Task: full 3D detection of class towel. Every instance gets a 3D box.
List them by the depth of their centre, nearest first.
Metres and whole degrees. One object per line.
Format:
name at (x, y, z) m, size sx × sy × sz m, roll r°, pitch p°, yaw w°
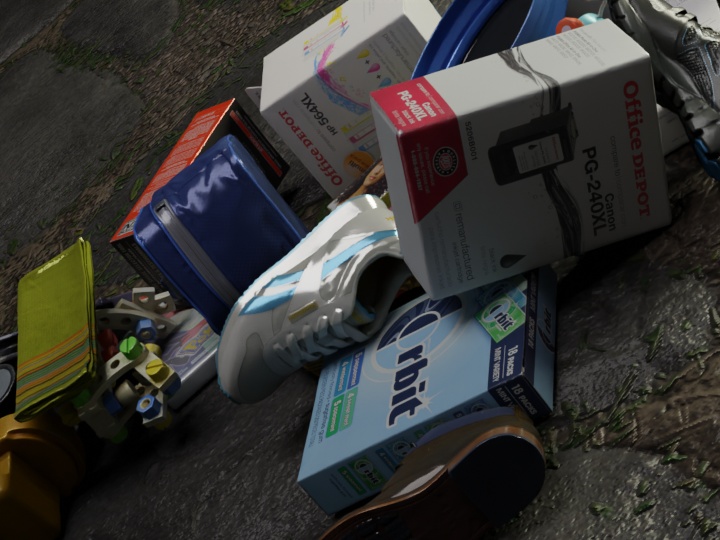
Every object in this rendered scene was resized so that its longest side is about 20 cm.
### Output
towel at (-0.280, 0.051, 1.628) m, size 0.086 × 0.018 × 0.200 m, roll -29°, pitch 37°, yaw 12°

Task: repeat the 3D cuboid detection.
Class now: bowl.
bowl at (0.108, -0.188, 1.549) m, size 0.201 × 0.039 × 0.201 m, roll -49°, pitch 23°, yaw 30°

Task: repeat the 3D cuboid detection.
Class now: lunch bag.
lunch bag at (-0.129, -0.030, 1.611) m, size 0.132 × 0.136 × 0.200 m, roll -38°, pitch 8°, yaw 2°

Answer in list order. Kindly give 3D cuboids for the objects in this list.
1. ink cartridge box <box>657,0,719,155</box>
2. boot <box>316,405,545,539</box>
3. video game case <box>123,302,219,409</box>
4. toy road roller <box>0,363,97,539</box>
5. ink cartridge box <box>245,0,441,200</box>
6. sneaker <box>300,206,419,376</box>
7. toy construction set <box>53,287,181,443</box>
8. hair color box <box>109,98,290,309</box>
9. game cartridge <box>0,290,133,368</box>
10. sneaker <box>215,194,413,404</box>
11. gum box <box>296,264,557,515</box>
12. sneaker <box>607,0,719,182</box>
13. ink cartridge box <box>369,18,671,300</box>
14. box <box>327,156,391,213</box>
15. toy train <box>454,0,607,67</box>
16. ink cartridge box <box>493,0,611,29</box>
ink cartridge box at (0.226, -0.149, 1.495) m, size 0.200 × 0.045 × 0.176 m, roll -30°, pitch 28°, yaw 19°
boot at (0.044, 0.163, 1.230) m, size 0.200 × 0.075 × 0.097 m, roll -33°, pitch 8°, yaw 15°
video game case at (-0.131, 0.032, 1.722) m, size 0.200 × 0.023 × 0.182 m, roll -42°, pitch 25°, yaw -4°
toy road roller at (-0.343, 0.196, 1.639) m, size 0.200 × 0.123 × 0.146 m, roll -31°, pitch 38°, yaw 17°
ink cartridge box at (-0.002, -0.177, 1.762) m, size 0.200 × 0.129 × 0.125 m, roll -33°, pitch 26°, yaw 17°
sneaker at (0.000, 0.000, 1.530) m, size 0.200 × 0.075 × 0.090 m, roll -46°, pitch 31°, yaw -15°
toy construction set at (-0.224, 0.078, 1.633) m, size 0.131 × 0.092 × 0.200 m, roll -31°, pitch 26°, yaw 10°
hair color box at (-0.156, -0.066, 1.776) m, size 0.061 × 0.102 × 0.200 m, roll -15°, pitch 35°, yaw 41°
game cartridge at (-0.319, 0.083, 1.733) m, size 0.200 × 0.038 × 0.130 m, roll -20°, pitch -11°, yaw -36°
sneaker at (-0.035, 0.033, 1.421) m, size 0.200 × 0.076 × 0.081 m, roll -48°, pitch 48°, yaw 4°
gum box at (0.054, 0.080, 1.358) m, size 0.200 × 0.045 × 0.170 m, roll -29°, pitch 26°, yaw 24°
sneaker at (0.259, -0.158, 1.370) m, size 0.082 × 0.073 × 0.200 m, roll -31°, pitch 65°, yaw 1°
ink cartridge box at (0.122, -0.083, 1.333) m, size 0.199 × 0.146 × 0.083 m, roll -18°, pitch 29°, yaw -8°
box at (0.066, -0.101, 1.634) m, size 0.200 × 0.050 × 0.075 m, roll -43°, pitch 26°, yaw -7°
toy train at (0.145, -0.147, 1.421) m, size 0.200 × 0.150 × 0.056 m, roll -43°, pitch 62°, yaw -13°
ink cartridge box at (0.228, -0.274, 1.652) m, size 0.200 × 0.084 × 0.145 m, roll -28°, pitch 27°, yaw 24°
